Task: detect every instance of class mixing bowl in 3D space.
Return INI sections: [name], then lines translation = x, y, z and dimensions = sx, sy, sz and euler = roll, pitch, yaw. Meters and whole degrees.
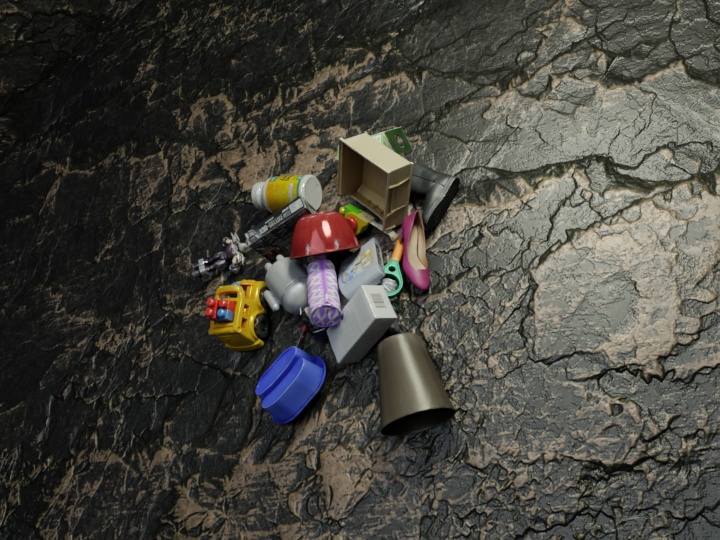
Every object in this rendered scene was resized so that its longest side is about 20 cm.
[mixing bowl]
translation = -0.103, -0.099, 1.613
dimensions = 0.198, 0.200, 0.110
euler = -9, 92, 23

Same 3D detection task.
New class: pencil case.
[pencil case]
translation = -0.096, 0.054, 1.534
dimensions = 0.083, 0.086, 0.201
euler = -9, 40, -4

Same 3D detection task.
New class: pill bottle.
[pill bottle]
translation = -0.226, -0.229, 1.804
dimensions = 0.198, 0.113, 0.114
euler = 1, 68, 28

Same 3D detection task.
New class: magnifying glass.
[magnifying glass]
translation = 0.084, -0.008, 1.558
dimensions = 0.079, 0.023, 0.201
euler = 14, 51, 10

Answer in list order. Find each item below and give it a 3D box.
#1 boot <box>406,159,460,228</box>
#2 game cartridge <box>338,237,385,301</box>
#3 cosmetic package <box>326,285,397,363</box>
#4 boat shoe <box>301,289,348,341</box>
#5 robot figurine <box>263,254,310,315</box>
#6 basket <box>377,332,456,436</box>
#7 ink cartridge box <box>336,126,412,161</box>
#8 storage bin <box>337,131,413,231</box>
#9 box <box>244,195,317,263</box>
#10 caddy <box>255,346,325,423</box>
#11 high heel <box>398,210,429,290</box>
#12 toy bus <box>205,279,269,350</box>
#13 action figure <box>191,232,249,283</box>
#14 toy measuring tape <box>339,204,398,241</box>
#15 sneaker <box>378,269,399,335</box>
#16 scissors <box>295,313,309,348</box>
[boot]
translation = 0.149, -0.215, 1.633
dimensions = 0.199, 0.066, 0.166
euler = 26, 74, 31
[game cartridge]
translation = 0.000, 0.000, 1.567
dimensions = 0.133, 0.042, 0.201
euler = -34, 25, 14
[cosmetic package]
translation = 0.000, 0.136, 1.491
dimensions = 0.200, 0.071, 0.102
euler = -52, 48, 39
[boat shoe]
translation = -0.060, 0.114, 1.596
dimensions = 0.198, 0.093, 0.075
euler = -22, 43, -16
[robot figurine]
translation = -0.190, 0.043, 1.661
dimensions = 0.169, 0.113, 0.200
euler = -39, 56, -9
[basket]
translation = 0.111, 0.262, 1.401
dimensions = 0.179, 0.136, 0.201
euler = -22, 56, 12
[ink cartridge box]
translation = 0.042, -0.331, 1.714
dimensions = 0.198, 0.104, 0.060
euler = -12, 54, 21
[storage bin]
translation = 0.034, -0.238, 1.609
dimensions = 0.093, 0.200, 0.200
euler = -27, 50, -31
[box]
translation = -0.205, -0.108, 1.712
dimensions = 0.199, 0.158, 0.050
euler = -33, 57, 11
[caddy]
translation = -0.175, 0.299, 1.547
dimensions = 0.200, 0.105, 0.141
euler = -49, 33, 0
[high heel]
translation = 0.147, -0.052, 1.533
dimensions = 0.096, 0.067, 0.201
euler = -56, 45, 50
[toy bus]
translation = -0.353, 0.103, 1.673
dimensions = 0.134, 0.192, 0.202
euler = -8, 63, 25
[action figure]
translation = -0.427, -0.037, 1.851
dimensions = 0.199, 0.069, 0.131
euler = -27, 51, 10
[toy measuring tape]
translation = 0.016, -0.117, 1.664
dimensions = 0.199, 0.074, 0.074
euler = 34, 85, 23
[sneaker]
translation = 0.077, 0.069, 1.540
dimensions = 0.087, 0.074, 0.201
euler = -27, 57, 8
[scissors]
translation = -0.155, 0.167, 1.615
dimensions = 0.201, 0.073, 0.014
euler = -52, 43, -1
